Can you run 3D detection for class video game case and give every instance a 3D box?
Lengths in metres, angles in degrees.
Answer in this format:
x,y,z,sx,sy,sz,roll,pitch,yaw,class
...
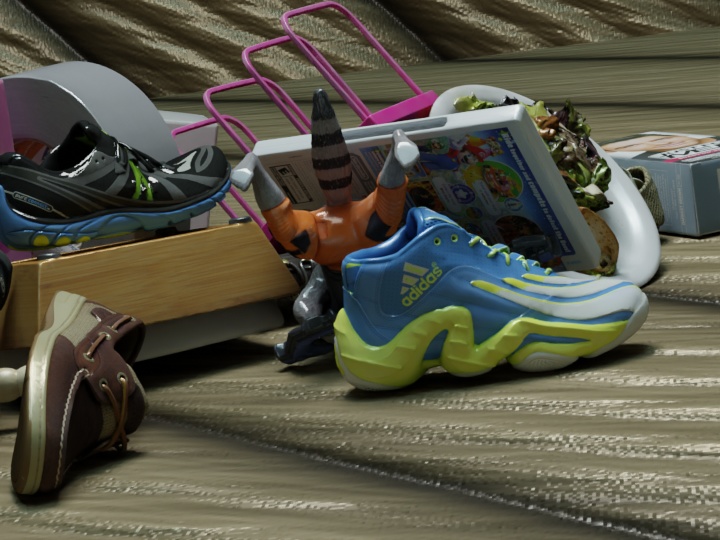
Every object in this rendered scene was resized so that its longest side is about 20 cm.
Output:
x,y,z,sx,sy,sz,roll,pitch,yaw,class
0.043,-0.043,1.579,0.199,0.143,0.018,-6,45,29,video game case

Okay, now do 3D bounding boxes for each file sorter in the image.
x,y,z,sx,sy,sz,roll,pitch,yaw,class
-0.063,-0.104,1.896,0.200,0.126,0.139,-45,-7,24,file sorter

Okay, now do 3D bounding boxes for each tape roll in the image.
x,y,z,sx,sy,sz,roll,pitch,yaw,class
-0.223,-0.053,1.785,0.199,0.202,0.066,0,12,37,tape roll

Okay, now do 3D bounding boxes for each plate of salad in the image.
x,y,z,sx,sy,sz,roll,pitch,yaw,class
0.137,-0.067,1.692,0.200,0.200,0.048,-20,-27,-52,plate of salad

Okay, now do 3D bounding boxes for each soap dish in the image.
x,y,z,sx,sy,sz,roll,pitch,yaw,class
-0.165,0.019,1.628,0.199,0.082,0.157,-11,3,-31,soap dish

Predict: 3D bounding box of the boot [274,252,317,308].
x,y,z,sx,sy,sz,roll,pitch,yaw,class
0.000,0.000,1.724,0.173,0.070,0.200,-11,0,-18,boot

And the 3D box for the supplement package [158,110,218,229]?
x,y,z,sx,sy,sz,roll,pitch,yaw,class
-0.234,-0.084,2.091,0.199,0.122,0.120,5,7,-11,supplement package

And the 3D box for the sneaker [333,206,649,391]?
x,y,z,sx,sy,sz,roll,pitch,yaw,class
0.078,0.009,1.459,0.199,0.106,0.076,-12,16,-9,sneaker

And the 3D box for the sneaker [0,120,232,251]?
x,y,z,sx,sy,sz,roll,pitch,yaw,class
-0.168,-0.066,1.647,0.199,0.083,0.071,-12,4,-41,sneaker

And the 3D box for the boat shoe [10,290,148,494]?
x,y,z,sx,sy,sz,roll,pitch,yaw,class
-0.158,0.071,1.386,0.072,0.073,0.200,10,20,-3,boat shoe

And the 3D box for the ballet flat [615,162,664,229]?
x,y,z,sx,sy,sz,roll,pitch,yaw,class
0.165,-0.043,1.790,0.068,0.076,0.200,-4,10,36,ballet flat

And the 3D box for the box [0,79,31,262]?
x,y,z,sx,sy,sz,roll,pitch,yaw,class
-0.338,-0.025,1.713,0.175,0.201,0.096,-15,13,-41,box

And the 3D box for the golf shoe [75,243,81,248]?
x,y,z,sx,sy,sz,roll,pitch,yaw,class
-0.244,-0.016,1.990,0.199,0.073,0.092,-20,18,-9,golf shoe

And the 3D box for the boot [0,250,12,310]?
x,y,z,sx,sy,sz,roll,pitch,yaw,class
-0.308,0.031,1.466,0.164,0.066,0.200,-7,16,3,boot

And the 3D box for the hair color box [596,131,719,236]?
x,y,z,sx,sy,sz,roll,pitch,yaw,class
0.256,-0.073,1.935,0.099,0.061,0.200,-12,10,-25,hair color box

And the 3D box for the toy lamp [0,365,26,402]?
x,y,z,sx,sy,sz,roll,pitch,yaw,class
-0.255,0.078,1.492,0.199,0.059,0.058,-6,9,-4,toy lamp

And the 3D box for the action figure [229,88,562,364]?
x,y,z,sx,sy,sz,roll,pitch,yaw,class
0.022,-0.028,1.546,0.199,0.194,0.105,-18,53,1,action figure
